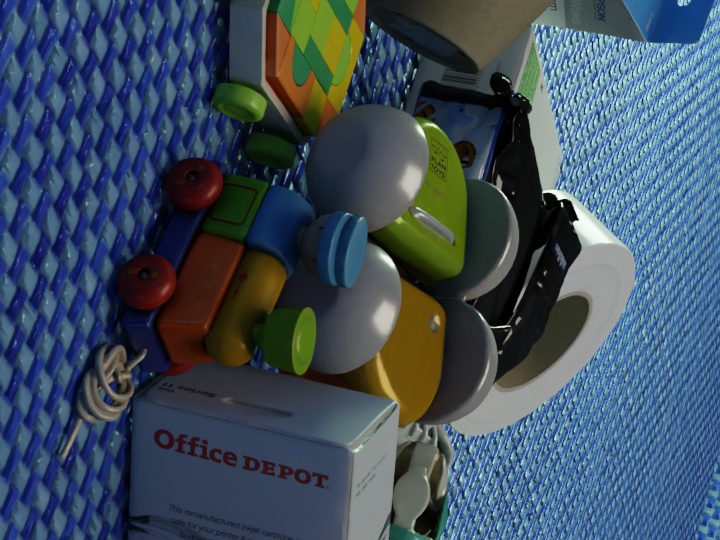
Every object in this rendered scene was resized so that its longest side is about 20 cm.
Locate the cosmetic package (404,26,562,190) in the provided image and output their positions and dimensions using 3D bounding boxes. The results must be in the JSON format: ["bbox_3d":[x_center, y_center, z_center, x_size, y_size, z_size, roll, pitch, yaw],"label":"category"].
[{"bbox_3d":[0.098,-0.102,1.669,0.200,0.084,0.108,63,41,-61],"label":"cosmetic package"}]

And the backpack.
[{"bbox_3d":[0.058,-0.018,1.503,0.200,0.153,0.192,57,39,-56],"label":"backpack"}]

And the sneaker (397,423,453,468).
[{"bbox_3d":[0.028,0.108,1.610,0.200,0.070,0.074,51,54,-67],"label":"sneaker"}]

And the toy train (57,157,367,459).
[{"bbox_3d":[-0.078,0.036,1.188,0.085,0.115,0.201,74,33,-53],"label":"toy train"}]

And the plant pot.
[{"bbox_3d":[0.089,-0.244,1.451,0.201,0.186,0.187,-62,159,-6],"label":"plant pot"}]

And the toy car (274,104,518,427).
[{"bbox_3d":[0.000,0.000,1.340,0.175,0.149,0.202,32,63,-49],"label":"toy car"}]

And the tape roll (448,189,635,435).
[{"bbox_3d":[0.123,0.035,1.682,0.202,0.071,0.203,-32,150,-21],"label":"tape roll"}]

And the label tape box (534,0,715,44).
[{"bbox_3d":[0.183,-0.255,1.644,0.066,0.198,0.144,78,30,-47],"label":"label tape box"}]

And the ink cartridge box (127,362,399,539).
[{"bbox_3d":[-0.061,0.165,1.270,0.083,0.145,0.202,-41,140,-61],"label":"ink cartridge box"}]

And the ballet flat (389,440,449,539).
[{"bbox_3d":[0.037,0.162,1.498,0.200,0.067,0.071,-73,-172,-68],"label":"ballet flat"}]

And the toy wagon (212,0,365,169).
[{"bbox_3d":[-0.046,-0.160,1.282,0.200,0.039,0.156,57,48,-65],"label":"toy wagon"}]
